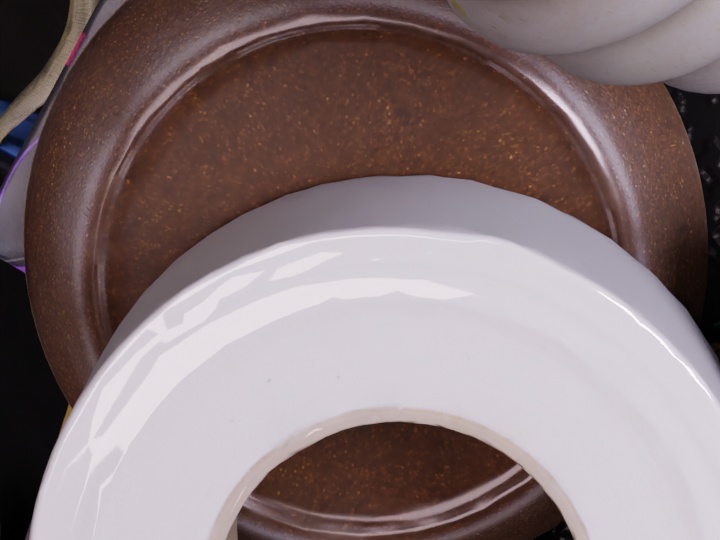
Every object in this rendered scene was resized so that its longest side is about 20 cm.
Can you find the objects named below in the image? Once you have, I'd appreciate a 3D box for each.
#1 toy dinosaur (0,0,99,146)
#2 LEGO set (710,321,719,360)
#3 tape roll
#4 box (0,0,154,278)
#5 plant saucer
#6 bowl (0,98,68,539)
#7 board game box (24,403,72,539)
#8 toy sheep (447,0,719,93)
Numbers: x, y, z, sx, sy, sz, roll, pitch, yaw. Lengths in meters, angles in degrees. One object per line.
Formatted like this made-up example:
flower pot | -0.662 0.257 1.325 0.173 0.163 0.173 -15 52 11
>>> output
toy dinosaur | -0.079 -0.134 0.903 0.047 0.088 0.201 13 90 -18
LEGO set | 0.151 0.113 0.848 0.153 0.115 0.202 -4 85 52
tape roll | 0.011 0.079 0.774 0.201 0.071 0.204 1 104 3
box | -0.012 -0.075 0.862 0.122 0.106 0.201 30 107 -4
plant saucer | 0.000 0.000 0.811 0.199 0.035 0.202 1 108 4
bowl | -0.145 0.040 0.980 0.199 0.039 0.202 2 97 22
board game box | -0.017 0.147 0.869 0.199 0.062 0.201 16 73 5
toy sheep | 0.064 -0.106 0.650 0.138 0.199 0.139 -34 44 41
